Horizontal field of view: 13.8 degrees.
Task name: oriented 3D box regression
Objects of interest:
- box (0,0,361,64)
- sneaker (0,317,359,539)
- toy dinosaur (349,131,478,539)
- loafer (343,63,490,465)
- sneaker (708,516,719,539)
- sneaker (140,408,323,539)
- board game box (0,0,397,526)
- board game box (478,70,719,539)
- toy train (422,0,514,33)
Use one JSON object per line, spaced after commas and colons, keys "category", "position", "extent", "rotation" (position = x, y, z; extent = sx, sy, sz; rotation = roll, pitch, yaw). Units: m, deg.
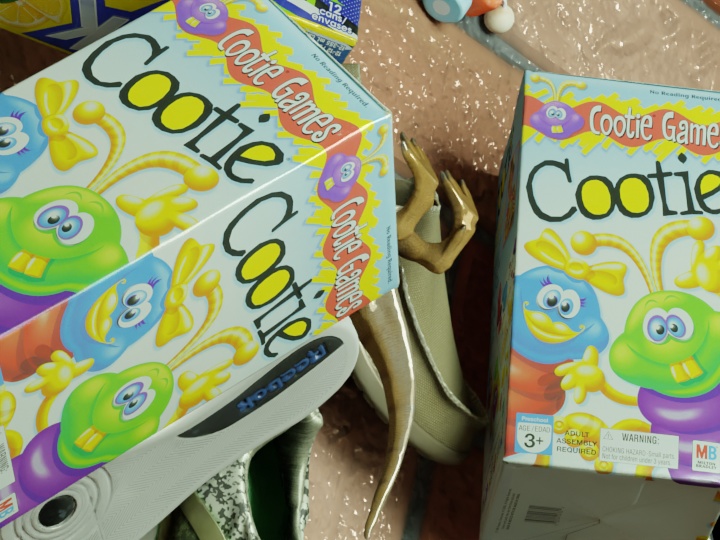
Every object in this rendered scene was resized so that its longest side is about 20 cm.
{"category": "box", "position": [-0.101, -0.129, 1.211], "extent": [0.200, 0.070, 0.064], "rotation": [21, 48, -16]}
{"category": "sneaker", "position": [-0.110, 0.048, 1.216], "extent": [0.200, 0.112, 0.073], "rotation": [-30, 142, -16]}
{"category": "toy dinosaur", "position": [0.000, 0.000, 1.272], "extent": [0.200, 0.106, 0.060], "rotation": [58, 14, 10]}
{"category": "loafer", "position": [0.011, -0.005, 1.326], "extent": [0.200, 0.067, 0.076], "rotation": [61, 8, -13]}
{"category": "sneaker", "position": [0.179, 0.178, 1.437], "extent": [0.200, 0.099, 0.071], "rotation": [58, 45, -18]}
{"category": "sneaker", "position": [-0.051, 0.137, 1.227], "extent": [0.077, 0.089, 0.200], "rotation": [14, 69, -42]}
{"category": "board game box", "position": [-0.096, -0.008, 1.132], "extent": [0.200, 0.103, 0.105], "rotation": [-32, 145, -21]}
{"category": "board game box", "position": [0.115, 0.023, 1.371], "extent": [0.103, 0.105, 0.200], "rotation": [6, 62, -2]}
{"category": "toy train", "position": [0.014, -0.141, 1.393], "extent": [0.150, 0.056, 0.200], "rotation": [54, 47, -19]}
